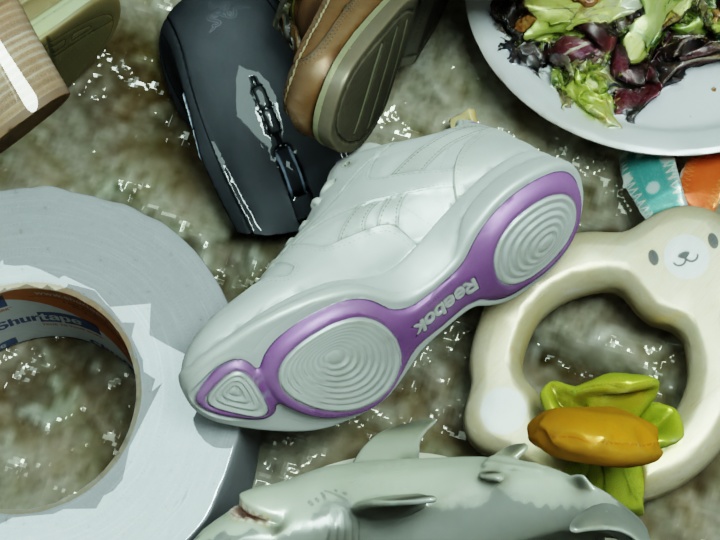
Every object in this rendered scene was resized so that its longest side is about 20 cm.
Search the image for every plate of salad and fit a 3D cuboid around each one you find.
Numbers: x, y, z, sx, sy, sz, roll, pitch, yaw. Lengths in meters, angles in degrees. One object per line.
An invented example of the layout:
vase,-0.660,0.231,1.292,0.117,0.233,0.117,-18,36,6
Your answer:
plate of salad,0.149,-0.144,1.008,0.198,0.048,0.202,-1,60,2

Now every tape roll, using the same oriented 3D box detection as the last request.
tape roll,-0.146,0.066,0.941,0.198,0.066,0.202,-1,69,3

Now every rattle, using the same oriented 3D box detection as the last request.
rattle,0.122,-0.001,0.920,0.130,0.143,0.201,28,77,29

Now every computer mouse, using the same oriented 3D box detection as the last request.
computer mouse,-0.014,-0.069,0.998,0.139,0.046,0.202,-17,69,-4

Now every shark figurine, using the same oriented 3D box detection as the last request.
shark figurine,0.051,0.117,0.848,0.213,0.128,0.090,-1,105,33

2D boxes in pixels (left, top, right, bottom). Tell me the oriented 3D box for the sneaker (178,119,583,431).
sneaker,0.000,0.000,0.924,0.199,0.075,0.100,-30,44,-19

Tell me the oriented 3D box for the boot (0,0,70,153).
boot,-0.246,-0.086,0.922,0.199,0.077,0.156,-37,90,1

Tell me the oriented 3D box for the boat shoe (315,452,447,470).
boat shoe,-0.033,0.141,0.904,0.199,0.060,0.072,-26,70,-25

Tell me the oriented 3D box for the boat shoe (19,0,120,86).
boat shoe,-0.208,-0.088,1.003,0.200,0.073,0.063,-36,76,-3

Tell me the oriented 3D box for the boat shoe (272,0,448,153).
boat shoe,-0.009,-0.113,0.962,0.067,0.072,0.200,23,27,5
